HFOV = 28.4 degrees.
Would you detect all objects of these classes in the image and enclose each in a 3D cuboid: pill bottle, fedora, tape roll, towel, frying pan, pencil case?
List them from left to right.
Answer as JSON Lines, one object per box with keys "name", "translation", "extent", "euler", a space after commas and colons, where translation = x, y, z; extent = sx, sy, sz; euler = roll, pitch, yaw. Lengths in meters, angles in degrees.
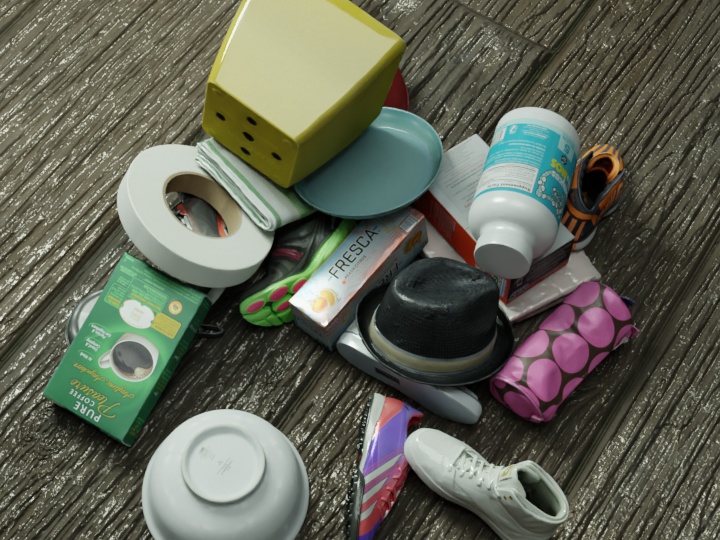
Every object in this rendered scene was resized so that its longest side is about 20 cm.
{"name": "frying pan", "translation": [-0.276, 0.081, 1.755], "extent": [0.188, 0.031, 0.116], "euler": [20, 61, 12]}
{"name": "tape roll", "translation": [-0.200, -0.069, 1.739], "extent": [0.201, 0.037, 0.204], "euler": [21, 42, -20]}
{"name": "towel", "translation": [-0.110, -0.123, 1.824], "extent": [0.149, 0.031, 0.199], "euler": [48, 31, 11]}
{"name": "fedora", "translation": [0.096, 0.046, 1.694], "extent": [0.198, 0.092, 0.202], "euler": [7, 43, -7]}
{"name": "towel", "translation": [0.182, -0.024, 1.841], "extent": [0.189, 0.032, 0.201], "euler": [-25, 63, -16]}
{"name": "pill bottle", "translation": [0.195, -0.091, 1.727], "extent": [0.109, 0.111, 0.202], "euler": [16, 59, 7]}
{"name": "pencil case", "translation": [0.250, 0.103, 1.740], "extent": [0.200, 0.091, 0.094], "euler": [-42, 89, -22]}

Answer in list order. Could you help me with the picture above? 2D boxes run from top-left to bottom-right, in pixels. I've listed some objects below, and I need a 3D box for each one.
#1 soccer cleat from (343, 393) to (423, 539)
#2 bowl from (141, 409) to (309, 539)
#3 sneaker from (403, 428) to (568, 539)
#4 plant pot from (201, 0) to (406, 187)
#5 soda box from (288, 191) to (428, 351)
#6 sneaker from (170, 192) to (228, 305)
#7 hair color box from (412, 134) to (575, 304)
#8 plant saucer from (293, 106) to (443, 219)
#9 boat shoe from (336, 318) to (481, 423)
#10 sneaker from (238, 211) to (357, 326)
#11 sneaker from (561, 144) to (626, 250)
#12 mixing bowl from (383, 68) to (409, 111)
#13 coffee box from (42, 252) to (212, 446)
{"name": "soccer cleat", "translation": [0.025, 0.240, 1.655], "extent": [0.072, 0.068, 0.202], "euler": [14, 57, -4]}
{"name": "bowl", "translation": [-0.155, 0.238, 1.629], "extent": [0.198, 0.091, 0.203], "euler": [2, 58, -3]}
{"name": "sneaker", "translation": [0.148, 0.230, 1.616], "extent": [0.199, 0.116, 0.074], "euler": [36, 57, 5]}
{"name": "plant pot", "translation": [-0.087, -0.225, 1.735], "extent": [0.199, 0.200, 0.177], "euler": [35, 67, 4]}
{"name": "soda box", "translation": [0.000, 0.000, 1.779], "extent": [0.063, 0.069, 0.200], "euler": [34, 70, 24]}
{"name": "sneaker", "translation": [-0.211, -0.041, 1.789], "extent": [0.081, 0.077, 0.202], "euler": [20, 40, -30]}
{"name": "hair color box", "translation": [0.165, -0.067, 1.813], "extent": [0.110, 0.064, 0.200], "euler": [-30, 62, -20]}
{"name": "plant saucer", "translation": [0.008, -0.133, 1.810], "extent": [0.197, 0.028, 0.202], "euler": [-6, 47, 6]}
{"name": "boat shoe", "translation": [0.068, 0.113, 1.727], "extent": [0.198, 0.074, 0.066], "euler": [30, 66, 13]}
{"name": "sneaker", "translation": [-0.086, -0.004, 1.798], "extent": [0.083, 0.077, 0.200], "euler": [29, 55, 29]}
{"name": "sneaker", "translation": [0.314, -0.121, 1.844], "extent": [0.077, 0.113, 0.201], "euler": [26, 47, 3]}
{"name": "mixing bowl", "translation": [-0.028, -0.262, 1.929], "extent": [0.197, 0.109, 0.203], "euler": [2, 59, -3]}
{"name": "coffee box", "translation": [-0.278, 0.094, 1.702], "extent": [0.122, 0.044, 0.202], "euler": [26, 79, 13]}
